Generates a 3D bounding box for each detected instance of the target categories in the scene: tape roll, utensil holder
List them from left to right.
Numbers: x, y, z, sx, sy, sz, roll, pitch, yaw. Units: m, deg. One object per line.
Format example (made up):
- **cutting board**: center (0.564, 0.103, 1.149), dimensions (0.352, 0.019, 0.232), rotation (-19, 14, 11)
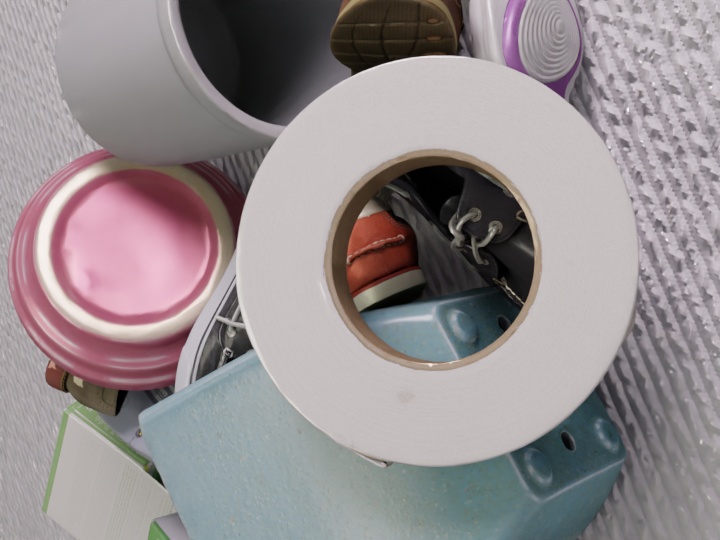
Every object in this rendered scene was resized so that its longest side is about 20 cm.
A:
- **utensil holder**: center (-0.102, -0.162, 0.889), dimensions (0.200, 0.169, 0.171), rotation (-5, 93, 56)
- **tape roll**: center (0.037, -0.003, 0.632), dimensions (0.202, 0.037, 0.204), rotation (0, 88, 12)

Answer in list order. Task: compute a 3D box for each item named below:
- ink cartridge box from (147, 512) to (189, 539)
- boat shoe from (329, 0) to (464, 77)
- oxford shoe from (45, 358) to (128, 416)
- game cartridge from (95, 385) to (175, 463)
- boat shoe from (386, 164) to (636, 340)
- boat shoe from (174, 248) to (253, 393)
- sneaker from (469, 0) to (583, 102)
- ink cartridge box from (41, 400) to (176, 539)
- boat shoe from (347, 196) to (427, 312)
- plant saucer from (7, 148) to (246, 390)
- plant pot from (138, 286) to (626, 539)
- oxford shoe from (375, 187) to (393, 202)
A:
- **ink cartridge box**: center (-0.122, 0.321, 1.076), dimensions (0.145, 0.084, 0.201), rotation (38, 126, 40)
- **boat shoe**: center (0.025, -0.145, 0.738), dimensions (0.200, 0.072, 0.068), rotation (71, -149, -83)
- **oxford shoe**: center (-0.162, 0.031, 1.027), dimensions (0.075, 0.200, 0.071), rotation (32, 162, 14)
- **game cartridge**: center (-0.163, 0.074, 1.049), dimensions (0.133, 0.042, 0.200), rotation (-47, 46, 0)
- **boat shoe**: center (0.060, -0.024, 0.684), dimensions (0.200, 0.063, 0.073), rotation (46, 136, 27)
- **boat shoe**: center (-0.069, 0.042, 0.928), dimensions (0.068, 0.073, 0.200), rotation (24, 86, 49)
- **sneaker**: center (0.080, -0.089, 0.735), dimensions (0.099, 0.075, 0.201), rotation (-4, 94, 52)
- **ink cartridge box**: center (-0.209, 0.228, 1.206), dimensions (0.200, 0.048, 0.146), rotation (33, 126, 17)
- **boat shoe**: center (0.000, 0.000, 0.814), dimensions (0.063, 0.071, 0.200), rotation (64, 173, 6)
- **plant saucer**: center (-0.171, -0.011, 0.979), dimensions (0.051, 0.200, 0.201), rotation (108, 142, -70)
- **plant pot**: center (0.033, 0.110, 0.744), dimensions (0.200, 0.195, 0.197), rotation (-36, 74, 33)
- **oxford shoe**: center (-0.010, -0.061, 0.811), dimensions (0.058, 0.075, 0.200), rotation (55, 177, 10)
